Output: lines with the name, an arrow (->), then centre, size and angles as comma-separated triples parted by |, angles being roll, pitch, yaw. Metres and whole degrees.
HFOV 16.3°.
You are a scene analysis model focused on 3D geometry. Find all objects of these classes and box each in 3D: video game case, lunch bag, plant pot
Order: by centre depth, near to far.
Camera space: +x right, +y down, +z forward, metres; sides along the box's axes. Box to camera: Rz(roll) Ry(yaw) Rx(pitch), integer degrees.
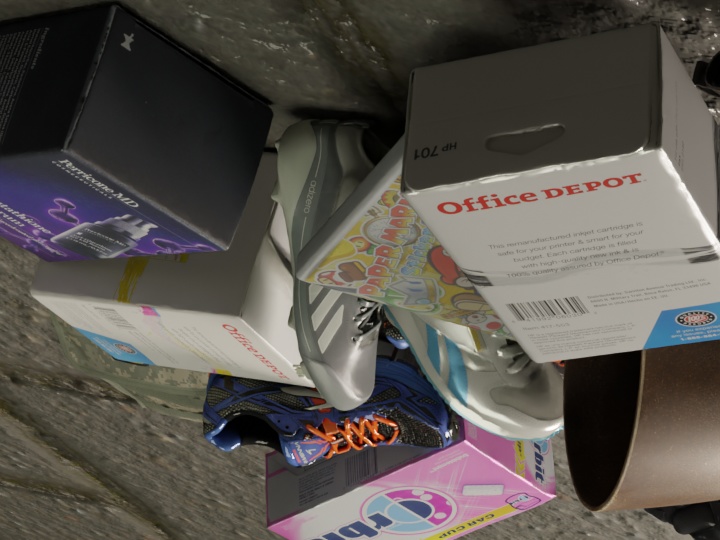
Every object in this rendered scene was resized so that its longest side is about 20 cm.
video game case -> 0.081, -0.020, 1.508 | 0.181, 0.023, 0.200 | 16, 150, -18
plant pot -> 0.250, 0.067, 1.611 | 0.199, 0.188, 0.187 | 5, 164, -9
lunch bag -> -0.140, 0.043, 1.941 | 0.163, 0.118, 0.200 | 9, 160, 32

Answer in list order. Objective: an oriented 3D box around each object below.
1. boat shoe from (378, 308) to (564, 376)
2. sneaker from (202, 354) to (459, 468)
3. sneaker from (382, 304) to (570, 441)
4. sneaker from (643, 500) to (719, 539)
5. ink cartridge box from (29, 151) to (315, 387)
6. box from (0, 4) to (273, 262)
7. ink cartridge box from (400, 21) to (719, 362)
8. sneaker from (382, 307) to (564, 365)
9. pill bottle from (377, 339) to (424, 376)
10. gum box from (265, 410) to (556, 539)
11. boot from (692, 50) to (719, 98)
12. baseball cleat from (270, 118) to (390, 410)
boat shoe -> 0.099, 0.055, 1.846 | 0.199, 0.065, 0.072 | 22, 160, -16
sneaker -> -0.024, 0.108, 1.779 | 0.199, 0.079, 0.076 | 4, 141, 25
sneaker -> 0.077, 0.029, 1.671 | 0.200, 0.077, 0.081 | 51, 137, -9
sneaker -> 0.249, 0.117, 1.755 | 0.114, 0.075, 0.201 | 41, 141, 22
ink cartridge box -> -0.102, -0.006, 1.752 | 0.199, 0.126, 0.129 | 7, 160, 27
box -> -0.182, -0.085, 1.628 | 0.148, 0.105, 0.199 | 32, 157, -37
ink cartridge box -> 0.127, -0.036, 1.364 | 0.146, 0.086, 0.200 | -8, 146, 23
sneaker -> 0.103, 0.046, 1.771 | 0.199, 0.079, 0.075 | 18, 162, -3
pill bottle -> 0.005, 0.069, 1.903 | 0.109, 0.110, 0.200 | 0, 156, 42
gum box -> 0.031, 0.155, 1.873 | 0.199, 0.066, 0.113 | -26, 139, 31
boot -> 0.286, -0.078, 1.287 | 0.174, 0.070, 0.200 | 29, 159, -28
baseball cleat -> 0.000, 0.000, 1.624 | 0.106, 0.070, 0.201 | 0, 115, 29
